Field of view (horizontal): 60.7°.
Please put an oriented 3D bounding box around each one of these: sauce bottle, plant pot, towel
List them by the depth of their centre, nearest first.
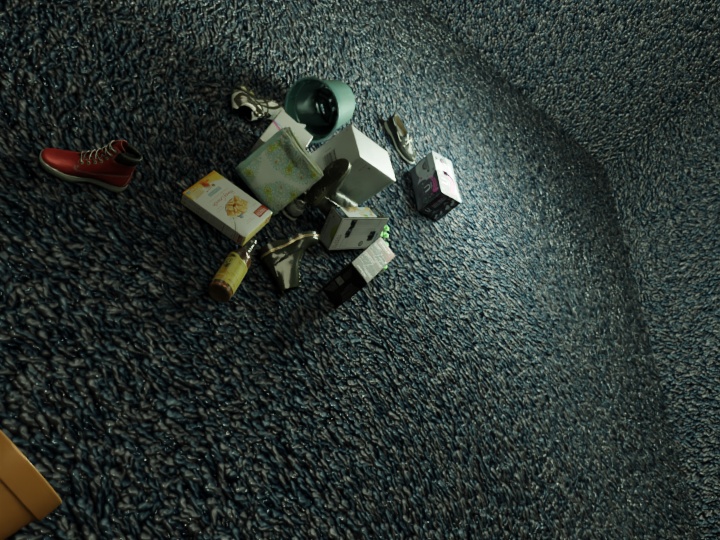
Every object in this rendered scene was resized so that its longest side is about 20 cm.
[{"bbox_3d":[-0.576,0.332,0.931,0.201,0.200,0.140,49,57,-4],"label":"plant pot"},{"bbox_3d":[-0.312,-0.008,1.528,0.066,0.066,0.202,38,39,-16],"label":"sauce bottle"},{"bbox_3d":[-0.221,-0.272,1.687,0.172,0.198,0.048,51,17,-17],"label":"towel"},{"bbox_3d":[-0.118,-0.539,2.022,0.202,0.199,0.196,51,32,-1],"label":"plant pot"}]

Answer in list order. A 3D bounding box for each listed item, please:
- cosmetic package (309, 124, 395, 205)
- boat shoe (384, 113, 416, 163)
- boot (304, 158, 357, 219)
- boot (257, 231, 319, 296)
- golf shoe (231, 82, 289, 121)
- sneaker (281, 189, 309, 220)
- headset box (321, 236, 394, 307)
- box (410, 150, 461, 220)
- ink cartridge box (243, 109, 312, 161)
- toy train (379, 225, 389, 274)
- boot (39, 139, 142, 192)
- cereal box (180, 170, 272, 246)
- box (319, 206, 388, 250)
[{"bbox_3d":[-0.032,-0.304,1.879,0.198,0.197,0.126,21,46,-51],"label":"cosmetic package"},{"bbox_3d":[0.164,-0.508,2.365,0.073,0.060,0.203,-13,72,-49],"label":"boat shoe"},{"bbox_3d":[-0.056,-0.220,1.802,0.199,0.181,0.073,31,23,-53],"label":"boot"},{"bbox_3d":[-0.173,-0.019,1.673,0.197,0.077,0.141,-23,82,-36],"label":"boot"},{"bbox_3d":[-0.312,-0.486,1.885,0.197,0.077,0.097,20,66,-31],"label":"golf shoe"},{"bbox_3d":[-0.180,-0.242,1.816,0.075,0.080,0.204,23,46,-28],"label":"sneaker"},{"bbox_3d":[0.000,0.000,1.760,0.078,0.148,0.200,50,39,-1],"label":"headset box"},{"bbox_3d":[0.275,-0.315,2.276,0.113,0.132,0.204,18,50,-36],"label":"box"},{"bbox_3d":[-0.240,-0.356,1.803,0.124,0.128,0.202,38,41,-14],"label":"ink cartridge box"},{"bbox_3d":[0.058,-0.073,1.959,0.055,0.042,0.204,22,48,-18],"label":"toy train"},{"bbox_3d":[-0.595,-0.256,1.366,0.196,0.144,0.074,12,55,-37],"label":"boot"},{"bbox_3d":[-0.343,-0.163,1.590,0.198,0.040,0.144,34,40,2],"label":"cereal box"},{"bbox_3d":[-0.020,-0.127,1.849,0.197,0.118,0.060,-3,41,-45],"label":"box"}]
